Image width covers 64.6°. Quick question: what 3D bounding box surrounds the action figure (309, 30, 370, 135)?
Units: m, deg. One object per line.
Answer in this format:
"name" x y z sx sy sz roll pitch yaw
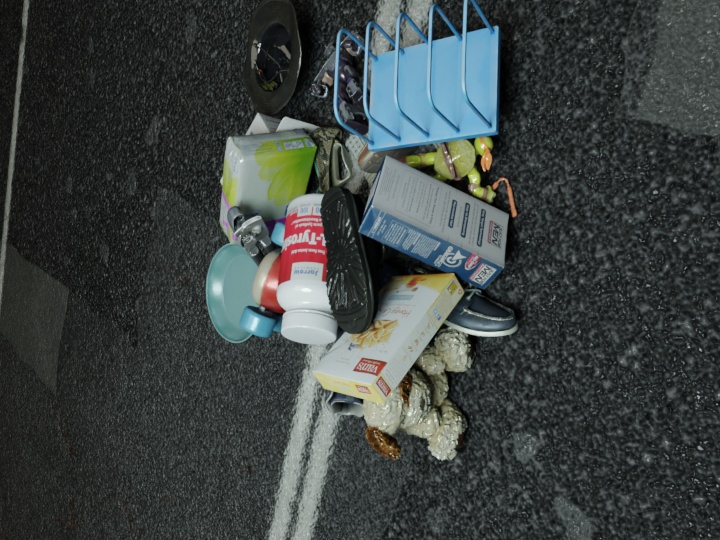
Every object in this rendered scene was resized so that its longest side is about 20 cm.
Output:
"action figure" -0.028 -0.329 0.965 0.131 0.068 0.204 -50 47 35

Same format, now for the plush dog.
"plush dog" 0.067 0.174 0.839 0.157 0.169 0.209 12 99 38

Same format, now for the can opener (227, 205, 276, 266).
"can opener" -0.185 -0.058 0.999 0.053 0.201 0.068 -34 76 -8

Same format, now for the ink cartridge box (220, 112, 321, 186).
"ink cartridge box" -0.163 -0.214 1.061 0.201 0.115 0.068 -51 60 28

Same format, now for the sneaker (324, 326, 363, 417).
"sneaker" -0.010 0.126 0.879 0.074 0.147 0.209 7 116 -2

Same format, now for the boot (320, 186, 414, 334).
"boot" 0.028 -0.017 0.825 0.078 0.154 0.220 -19 71 44

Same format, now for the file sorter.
"file sorter" 0.074 -0.255 0.751 0.194 0.121 0.145 -1 84 31

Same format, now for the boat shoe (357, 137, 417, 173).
"boat shoe" 0.066 -0.235 0.870 0.199 0.075 0.073 -44 60 18

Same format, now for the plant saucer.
"plant saucer" -0.254 0.046 1.195 0.195 0.035 0.209 1 92 41

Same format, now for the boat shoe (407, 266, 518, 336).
"boat shoe" 0.144 0.041 0.839 0.197 0.073 0.064 21 115 47

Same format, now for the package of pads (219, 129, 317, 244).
"package of pads" -0.170 -0.147 1.005 0.069 0.150 0.204 53 142 31

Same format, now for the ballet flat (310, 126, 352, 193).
"ballet flat" -0.048 -0.154 1.006 0.072 0.068 0.209 -4 87 19

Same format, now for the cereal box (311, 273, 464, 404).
"cereal box" 0.037 0.085 0.777 0.142 0.200 0.040 -5 127 53

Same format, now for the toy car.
"toy car" -0.081 0.045 1.002 0.194 0.177 0.190 24 92 8

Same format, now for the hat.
"hat" -0.142 -0.394 1.067 0.197 0.079 0.209 7 99 47

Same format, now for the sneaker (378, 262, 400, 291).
"sneaker" 0.000 0.000 0.952 0.200 0.081 0.075 48 117 27

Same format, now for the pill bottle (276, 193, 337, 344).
"pill bottle" -0.068 -0.001 0.860 0.110 0.111 0.207 -15 61 38

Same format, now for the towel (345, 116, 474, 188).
"towel" 0.078 -0.197 0.920 0.192 0.034 0.204 -42 63 29

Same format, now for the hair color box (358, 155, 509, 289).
"hair color box" 0.102 -0.065 0.779 0.061 0.194 0.102 123 169 -53

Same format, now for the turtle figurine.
"turtle figurine" 0.132 -0.145 0.816 0.158 0.064 0.205 -23 97 29
